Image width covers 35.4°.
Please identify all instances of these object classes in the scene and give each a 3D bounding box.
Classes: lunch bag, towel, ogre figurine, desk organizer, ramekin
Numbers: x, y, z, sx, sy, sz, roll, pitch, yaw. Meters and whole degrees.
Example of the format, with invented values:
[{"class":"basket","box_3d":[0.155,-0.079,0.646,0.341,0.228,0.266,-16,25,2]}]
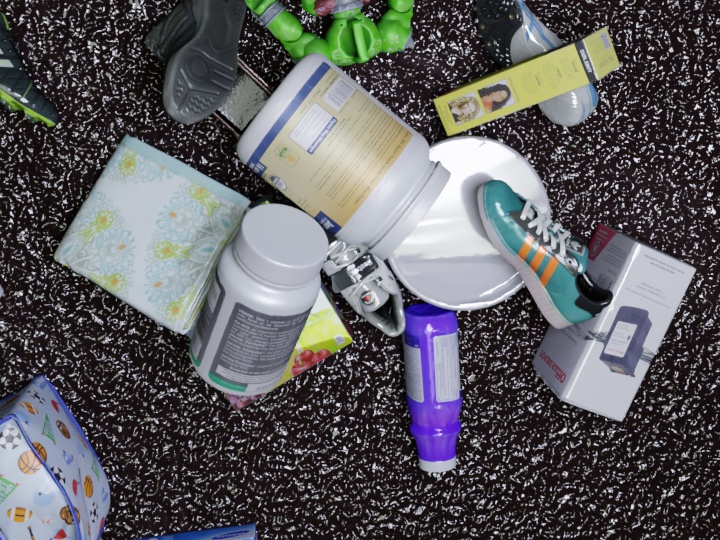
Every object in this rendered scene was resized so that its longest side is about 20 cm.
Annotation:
[{"class":"lunch bag","box_3d":[-0.375,0.250,1.319,0.124,0.170,0.200,-32,102,5]},{"class":"towel","box_3d":[-0.233,-0.042,1.291,0.199,0.048,0.172,29,83,17]},{"class":"ogre figurine","box_3d":[-0.021,-0.291,1.278,0.199,0.098,0.120,-20,99,-28]},{"class":"desk organizer","box_3d":[-0.095,-0.155,1.311,0.200,0.077,0.072,42,95,-10]},{"class":"ramekin","box_3d":[0.119,-0.060,1.338,0.201,0.094,0.203,-1,100,-5]}]

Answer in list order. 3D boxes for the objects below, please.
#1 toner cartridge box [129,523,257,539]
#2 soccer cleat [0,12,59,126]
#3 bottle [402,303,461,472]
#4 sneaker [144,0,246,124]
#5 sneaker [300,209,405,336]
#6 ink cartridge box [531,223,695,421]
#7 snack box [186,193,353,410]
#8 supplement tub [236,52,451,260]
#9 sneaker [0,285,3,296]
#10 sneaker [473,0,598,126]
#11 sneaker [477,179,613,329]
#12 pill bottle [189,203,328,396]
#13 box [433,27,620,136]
[{"class":"toner cartridge box","box_3d":[-0.226,0.382,1.421,0.199,0.043,0.096,-7,102,-3]},{"class":"soccer cleat","box_3d":[-0.413,-0.245,1.278,0.200,0.068,0.081,41,83,-10]},{"class":"bottle","box_3d":[0.089,0.144,1.379,0.065,0.084,0.201,-6,100,-11]},{"class":"sneaker","box_3d":[-0.192,-0.229,1.252,0.076,0.200,0.114,28,142,-31]},{"class":"sneaker","box_3d":[0.000,0.000,1.304,0.074,0.089,0.200,-36,127,6]},{"class":"ink cartridge box","box_3d":[0.297,0.059,1.348,0.084,0.145,0.201,23,98,-10]},{"class":"snack box","box_3d":[-0.130,0.038,1.351,0.168,0.068,0.200,-31,100,3]},{"class":"supplement tub","box_3d":[-0.016,-0.119,1.204,0.200,0.144,0.145,39,96,-5]},{"class":"sneaker","box_3d":[-0.525,0.024,1.311,0.199,0.076,0.114,-20,104,2]},{"class":"sneaker","box_3d":[0.205,-0.259,1.329,0.072,0.072,0.200,-35,92,43]},{"class":"sneaker","box_3d":[0.209,-0.027,1.255,0.080,0.071,0.200,-24,113,35]},{"class":"pill bottle","box_3d":[-0.109,0.033,1.219,0.113,0.113,0.200,19,130,-8]},{"class":"box","box_3d":[0.185,-0.211,1.273,0.199,0.075,0.050,-17,101,38]}]
